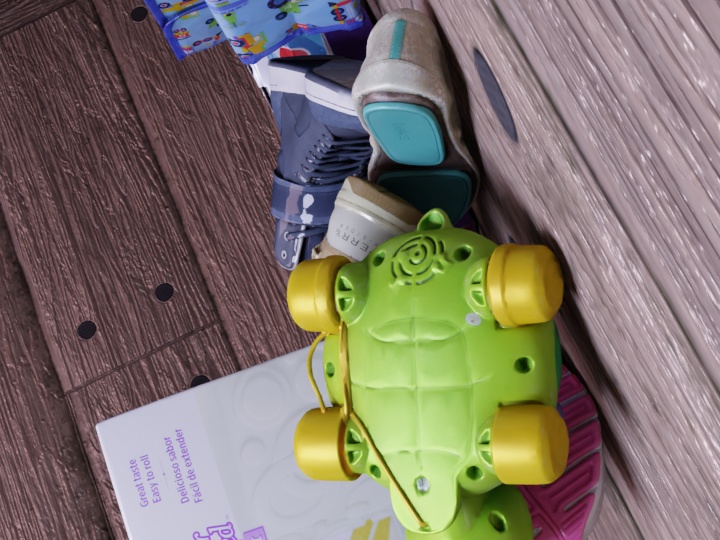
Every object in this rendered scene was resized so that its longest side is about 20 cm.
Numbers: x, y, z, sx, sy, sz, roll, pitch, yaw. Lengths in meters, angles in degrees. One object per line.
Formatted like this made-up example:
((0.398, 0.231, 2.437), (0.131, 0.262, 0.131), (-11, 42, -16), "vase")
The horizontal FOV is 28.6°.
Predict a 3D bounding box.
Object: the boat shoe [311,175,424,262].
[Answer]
((0.000, 0.000, 0.849), (0.073, 0.067, 0.200), (29, 171, 10), "boat shoe")

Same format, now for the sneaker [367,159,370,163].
((-0.001, -0.050, 1.199), (0.082, 0.073, 0.203), (82, -175, -79), "sneaker")

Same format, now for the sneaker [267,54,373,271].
((-0.010, -0.064, 0.928), (0.202, 0.076, 0.148), (-148, 56, -70), "sneaker")

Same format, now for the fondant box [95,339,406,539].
((-0.037, 0.127, 0.825), (0.058, 0.198, 0.146), (49, -159, -79), "fondant box")

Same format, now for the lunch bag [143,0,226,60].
((-0.108, -0.252, 1.151), (0.200, 0.149, 0.095), (67, 178, -70), "lunch bag")

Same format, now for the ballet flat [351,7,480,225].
((0.035, -0.080, 0.789), (0.200, 0.066, 0.063), (77, -162, -71), "ballet flat")

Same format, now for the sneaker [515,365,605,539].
((0.098, 0.087, 0.837), (0.201, 0.080, 0.089), (-104, -9, -45), "sneaker")

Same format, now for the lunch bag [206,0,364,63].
((-0.075, -0.264, 0.910), (0.151, 0.093, 0.202), (61, -167, -70), "lunch bag")

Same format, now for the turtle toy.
((0.046, 0.070, 0.719), (0.101, 0.144, 0.203), (-3, -90, -64), "turtle toy")

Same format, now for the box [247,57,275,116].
((-0.066, -0.220, 1.340), (0.177, 0.096, 0.202), (-116, 1, -76), "box")

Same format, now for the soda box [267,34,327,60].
((-0.044, -0.199, 1.102), (0.064, 0.068, 0.200), (47, 173, 22), "soda box")

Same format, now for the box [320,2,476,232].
((0.029, -0.090, 1.047), (0.137, 0.039, 0.202), (70, 175, -72), "box")
